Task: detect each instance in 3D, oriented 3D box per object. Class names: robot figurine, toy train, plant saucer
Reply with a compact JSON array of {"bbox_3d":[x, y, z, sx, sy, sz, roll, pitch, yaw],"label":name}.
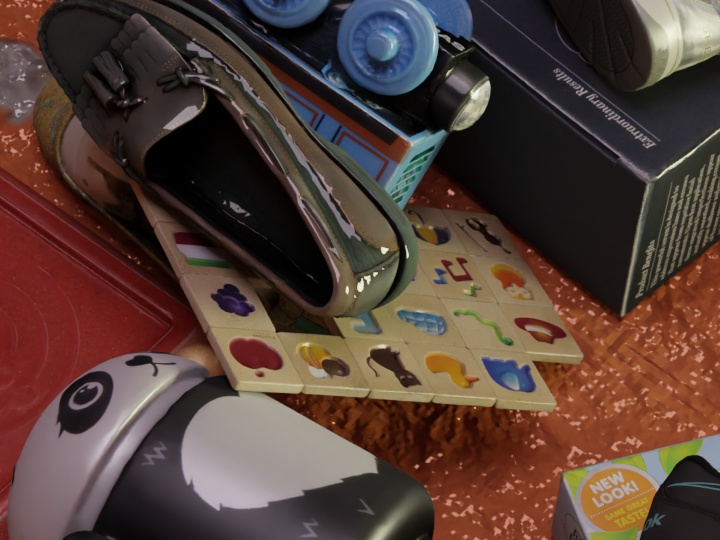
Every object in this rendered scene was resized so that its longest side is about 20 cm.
[{"bbox_3d":[-0.048,0.113,1.126,0.200,0.150,0.125,28,73,17],"label":"robot figurine"},{"bbox_3d":[-0.040,-0.105,1.223,0.200,0.114,0.087,35,20,8],"label":"toy train"},{"bbox_3d":[-0.180,0.040,1.231,0.199,0.037,0.200,34,60,20],"label":"plant saucer"}]

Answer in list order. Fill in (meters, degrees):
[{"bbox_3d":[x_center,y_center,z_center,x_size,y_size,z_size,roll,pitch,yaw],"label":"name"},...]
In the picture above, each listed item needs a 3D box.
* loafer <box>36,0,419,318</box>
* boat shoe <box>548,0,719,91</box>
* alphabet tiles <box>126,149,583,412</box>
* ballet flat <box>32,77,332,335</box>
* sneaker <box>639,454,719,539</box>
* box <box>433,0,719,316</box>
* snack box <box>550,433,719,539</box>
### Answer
[{"bbox_3d":[-0.063,-0.053,1.168,0.200,0.072,0.063,39,27,11],"label":"loafer"},{"bbox_3d":[0.102,-0.170,1.247,0.065,0.075,0.202,-18,60,-23],"label":"boat shoe"},{"bbox_3d":[0.000,0.000,1.221,0.199,0.008,0.167,6,38,-34],"label":"alphabet tiles"},{"bbox_3d":[-0.086,-0.035,1.263,0.071,0.071,0.200,-38,65,-26],"label":"ballet flat"},{"bbox_3d":[0.208,0.121,1.099,0.199,0.076,0.079,12,52,5],"label":"sneaker"},{"bbox_3d":[0.144,-0.103,1.306,0.200,0.107,0.148,-36,63,-26],"label":"box"},{"bbox_3d":[0.178,0.162,1.147,0.142,0.053,0.200,-12,55,-12],"label":"snack box"}]
